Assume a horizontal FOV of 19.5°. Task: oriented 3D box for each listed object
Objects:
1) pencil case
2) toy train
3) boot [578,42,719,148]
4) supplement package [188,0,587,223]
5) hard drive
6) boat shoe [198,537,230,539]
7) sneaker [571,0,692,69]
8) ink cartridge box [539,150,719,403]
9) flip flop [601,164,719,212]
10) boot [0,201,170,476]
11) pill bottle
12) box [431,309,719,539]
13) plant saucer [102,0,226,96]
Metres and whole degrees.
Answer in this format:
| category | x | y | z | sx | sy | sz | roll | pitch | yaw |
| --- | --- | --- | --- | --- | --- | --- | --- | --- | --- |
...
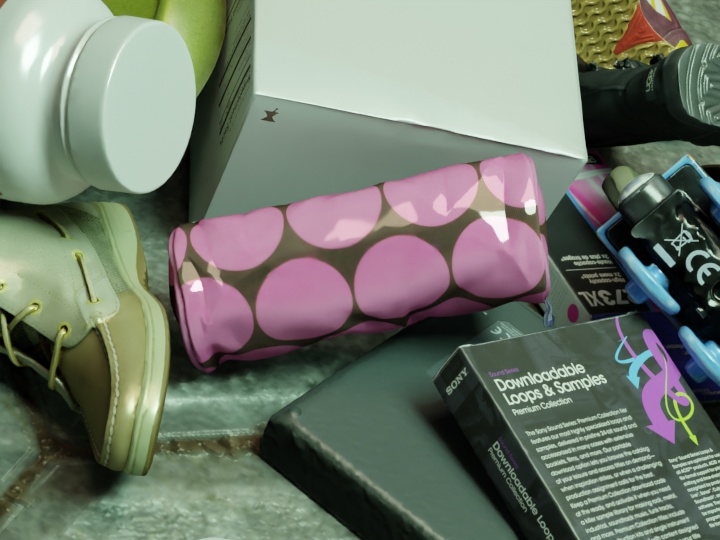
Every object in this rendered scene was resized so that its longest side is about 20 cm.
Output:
| category | x | y | z | sx | sy | sz | roll | pitch | yaw |
| --- | --- | --- | --- | --- | --- | --- | --- | --- | --- |
| pencil case | 0.000 | 0.000 | 1.090 | 0.199 | 0.094 | 0.091 | -9 | 85 | -4 |
| toy train | 0.213 | 0.028 | 1.153 | 0.200 | 0.087 | 0.114 | 49 | 6 | 4 |
| boot | 0.205 | -0.095 | 1.311 | 0.164 | 0.200 | 0.066 | 16 | 79 | -25 |
| supplement package | 0.009 | -0.113 | 1.198 | 0.191 | 0.147 | 0.201 | 10 | 52 | -15 |
| hard drive | 0.060 | 0.085 | 1.104 | 0.139 | 0.033 | 0.200 | 37 | 38 | 19 |
| boat shoe | 0.003 | 0.169 | 0.936 | 0.200 | 0.067 | 0.074 | 32 | 37 | 13 |
| sneaker | 0.163 | -0.180 | 1.412 | 0.200 | 0.075 | 0.090 | 53 | 12 | -30 |
| ink cartridge box | 0.145 | 0.001 | 1.257 | 0.094 | 0.037 | 0.200 | -2 | 44 | -30 |
| flip flop | 0.218 | -0.037 | 1.289 | 0.200 | 0.058 | 0.081 | 16 | 29 | -52 |
| boot | -0.177 | 0.025 | 1.023 | 0.154 | 0.072 | 0.200 | 7 | 31 | -21 |
| pill bottle | -0.189 | -0.094 | 1.053 | 0.199 | 0.113 | 0.112 | 10 | 30 | 25 |
| box | 0.139 | 0.116 | 1.061 | 0.143 | 0.036 | 0.200 | -8 | 60 | -42 |
| plant saucer | -0.173 | -0.130 | 1.161 | 0.199 | 0.031 | 0.201 | -9 | 55 | 13 |
